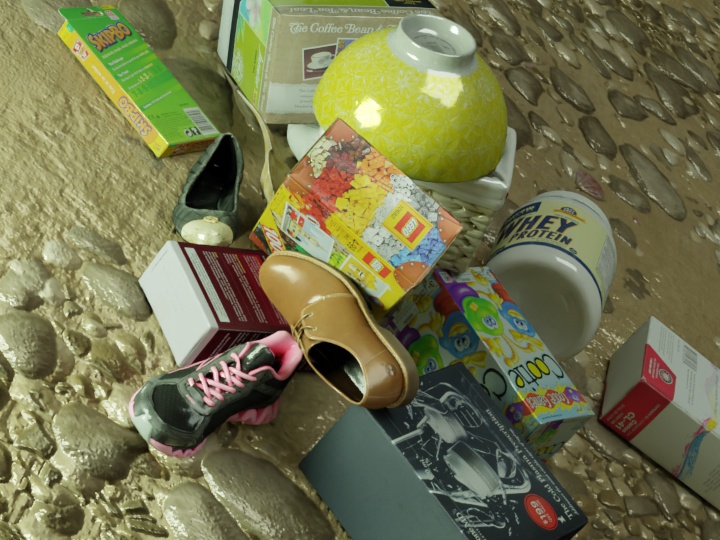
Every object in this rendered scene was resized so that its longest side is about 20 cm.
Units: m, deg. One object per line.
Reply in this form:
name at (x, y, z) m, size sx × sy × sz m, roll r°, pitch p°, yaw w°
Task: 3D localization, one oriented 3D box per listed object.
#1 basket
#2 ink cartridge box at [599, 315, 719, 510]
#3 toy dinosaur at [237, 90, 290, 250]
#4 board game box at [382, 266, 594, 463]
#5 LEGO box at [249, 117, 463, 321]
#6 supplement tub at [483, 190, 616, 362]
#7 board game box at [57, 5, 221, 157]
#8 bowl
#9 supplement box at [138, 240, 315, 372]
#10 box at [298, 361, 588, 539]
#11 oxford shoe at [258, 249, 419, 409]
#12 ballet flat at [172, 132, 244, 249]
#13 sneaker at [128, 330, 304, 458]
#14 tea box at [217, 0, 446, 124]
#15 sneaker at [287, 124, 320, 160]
basket at (0.047, -0.097, 1.698) m, size 0.199 × 0.124 × 0.136 m, roll 17°, pitch 34°, yaw -2°
ink cartridge box at (0.385, 0.170, 1.931) m, size 0.200 × 0.086 × 0.148 m, roll 39°, pitch 30°, yaw -7°
toy dinosaur at (-0.085, -0.093, 1.709) m, size 0.101 × 0.058 × 0.201 m, roll 70°, pitch 10°, yaw -53°
board game box at (0.129, 0.105, 1.703) m, size 0.105 × 0.103 × 0.200 m, roll -3°, pitch 51°, yaw -50°
LEGO box at (-0.009, -0.035, 1.513) m, size 0.149 × 0.200 × 0.077 m, roll 41°, pitch 70°, yaw 0°
supplement tub at (0.216, 0.003, 1.895) m, size 0.145 × 0.145 × 0.200 m, roll 39°, pitch 30°, yaw -4°
board game box at (-0.240, -0.205, 1.759) m, size 0.200 × 0.030 × 0.095 m, roll 52°, pitch 31°, yaw 13°
bowl at (0.061, -0.186, 1.623) m, size 0.199 × 0.108 × 0.201 m, roll 12°, pitch 36°, yaw -9°
supplement box at (-0.101, 0.037, 1.571) m, size 0.199 × 0.061 × 0.109 m, roll 6°, pitch 45°, yaw -44°
box at (0.078, 0.205, 1.517) m, size 0.200 × 0.104 × 0.182 m, roll 51°, pitch 33°, yaw 17°
oxford shoe at (-0.034, 0.048, 1.465) m, size 0.071 × 0.072 × 0.200 m, roll -7°, pitch 40°, yaw -45°
ballet flat at (-0.150, -0.078, 1.643) m, size 0.066 × 0.057 × 0.200 m, roll 13°, pitch 27°, yaw -9°
sneaker at (-0.120, 0.098, 1.439) m, size 0.079 × 0.095 × 0.200 m, roll 51°, pitch 32°, yaw 12°
tea box at (-0.037, -0.264, 1.864) m, size 0.199 × 0.134 × 0.197 m, roll -2°, pitch 30°, yaw -21°
sneaker at (-0.037, -0.103, 1.812) m, size 0.099 × 0.075 × 0.200 m, roll -13°, pitch 49°, yaw -32°
